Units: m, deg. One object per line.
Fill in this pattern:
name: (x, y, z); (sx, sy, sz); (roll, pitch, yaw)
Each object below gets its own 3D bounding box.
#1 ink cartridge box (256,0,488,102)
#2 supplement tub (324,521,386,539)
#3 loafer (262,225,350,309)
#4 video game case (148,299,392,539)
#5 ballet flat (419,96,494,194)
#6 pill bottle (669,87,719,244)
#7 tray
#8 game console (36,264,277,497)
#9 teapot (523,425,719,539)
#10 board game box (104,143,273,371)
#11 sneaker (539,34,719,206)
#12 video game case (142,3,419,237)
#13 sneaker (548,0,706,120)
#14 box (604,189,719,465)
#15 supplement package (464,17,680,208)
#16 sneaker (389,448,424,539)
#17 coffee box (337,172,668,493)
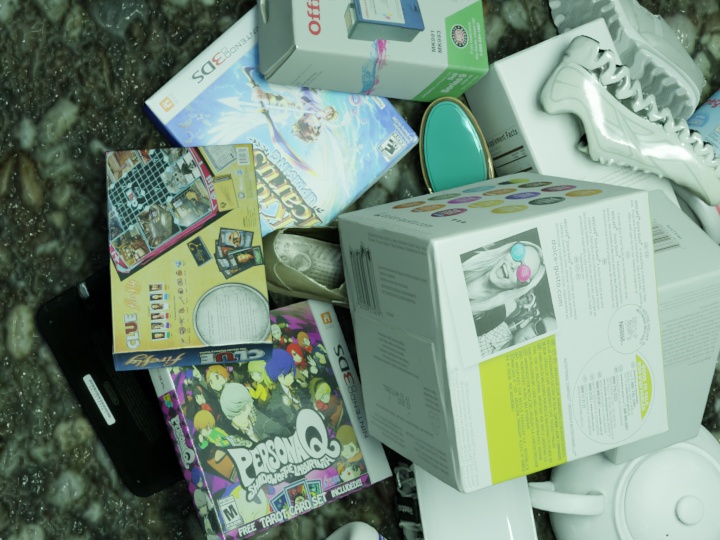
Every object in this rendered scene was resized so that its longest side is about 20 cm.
ink cartridge box: (0.009, -0.244, 1.216); (0.197, 0.087, 0.147); (3, 74, -24)
supplement tub: (0.028, 0.342, 1.190); (0.200, 0.145, 0.146); (41, 80, -7)
loafer: (0.000, 0.000, 1.188); (0.197, 0.067, 0.077); (3, 79, -5)
video game case: (-0.079, 0.130, 1.183); (0.198, 0.036, 0.183); (-14, 82, -40)
ballet flat: (0.104, -0.068, 1.272); (0.068, 0.063, 0.203); (-15, 94, 12)
pill bottle: (0.375, -0.124, 1.308); (0.200, 0.109, 0.109); (-43, 95, -11)
tray: (0.101, 0.213, 1.187); (0.106, 0.022, 0.203); (-4, 72, -15)
game console: (-0.169, 0.077, 1.228); (0.175, 0.116, 0.202); (-28, 92, 18)
teapot: (0.276, 0.219, 1.249); (0.200, 0.146, 0.198); (-40, 95, -10)
board game box: (-0.151, -0.015, 1.144); (0.133, 0.035, 0.202); (-3, 61, -8)
sneaker: (0.245, -0.119, 1.184); (0.199, 0.075, 0.081); (40, 93, -6)
video game case: (-0.074, -0.138, 1.247); (0.181, 0.045, 0.200); (-43, 96, -10)
sneaker: (0.266, -0.234, 1.324); (0.201, 0.075, 0.082); (50, 44, 0)
box: (0.248, 0.051, 1.184); (0.096, 0.125, 0.202); (-14, 131, -20)
supplement package: (0.199, -0.117, 1.264); (0.120, 0.120, 0.202); (-23, 92, -11)
sneaker: (0.064, 0.225, 1.240); (0.088, 0.074, 0.201); (-36, 94, -13)
coffee box: (0.115, 0.040, 1.094); (0.195, 0.199, 0.203); (-13, 103, -20)
